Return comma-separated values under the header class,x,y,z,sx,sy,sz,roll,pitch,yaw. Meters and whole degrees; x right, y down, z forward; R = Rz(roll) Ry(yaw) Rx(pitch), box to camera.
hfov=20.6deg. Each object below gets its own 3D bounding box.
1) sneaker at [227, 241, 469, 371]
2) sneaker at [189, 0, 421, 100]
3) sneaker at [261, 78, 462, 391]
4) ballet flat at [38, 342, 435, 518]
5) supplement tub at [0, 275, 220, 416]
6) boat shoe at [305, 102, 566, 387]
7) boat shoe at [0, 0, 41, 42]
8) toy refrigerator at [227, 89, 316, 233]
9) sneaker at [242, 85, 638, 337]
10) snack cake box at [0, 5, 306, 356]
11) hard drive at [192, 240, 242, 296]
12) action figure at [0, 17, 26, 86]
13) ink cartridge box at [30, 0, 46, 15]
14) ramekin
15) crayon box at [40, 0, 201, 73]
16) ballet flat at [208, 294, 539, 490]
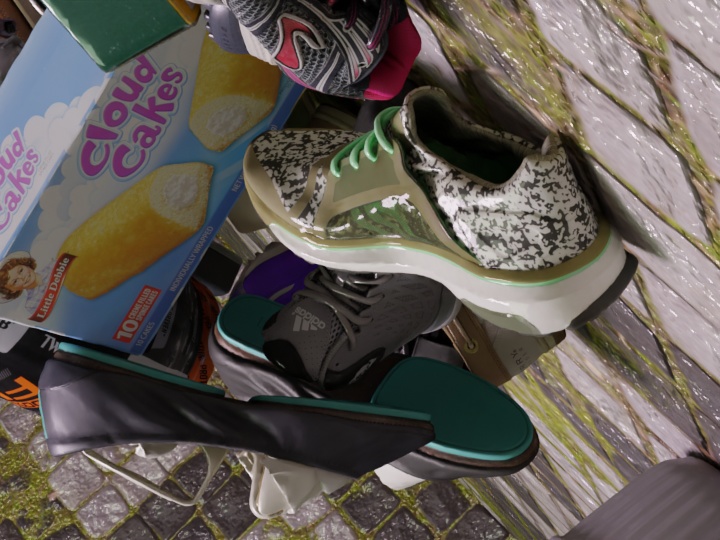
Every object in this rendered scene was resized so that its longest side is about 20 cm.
class,x,y,z,sx,sy,sz,roll,pitch,yaw
sneaker,0.020,0.031,1.156,0.199,0.070,0.099,3,-157,-37
sneaker,-0.016,-0.113,0.709,0.074,0.081,0.200,29,179,8
sneaker,0.000,0.000,0.968,0.075,0.115,0.201,39,156,24
ballet flat,-0.064,0.086,0.984,0.198,0.074,0.073,11,177,-5
supplement tub,-0.177,0.012,1.088,0.200,0.123,0.122,31,-173,-42
boat shoe,0.026,-0.014,1.108,0.200,0.066,0.074,45,174,26
boat shoe,-0.240,-0.155,1.280,0.200,0.068,0.072,47,177,7
toy refrigerator,-0.070,-0.099,1.152,0.200,0.069,0.076,58,-159,-65
sneaker,0.026,-0.046,0.832,0.199,0.077,0.089,18,135,38
snack cake box,-0.111,-0.067,0.950,0.115,0.201,0.067,18,-161,-50
hard drive,-0.184,-0.044,1.206,0.139,0.033,0.200,15,168,46
action figure,-0.173,-0.103,1.152,0.130,0.070,0.200,28,177,15
ink cartridge box,-0.179,-0.206,1.254,0.147,0.083,0.200,47,175,-7
ramekin,0.197,0.194,1.072,0.200,0.105,0.200,47,175,5
crayon box,-0.128,-0.192,0.764,0.200,0.051,0.126,50,-148,-27
ballet flat,0.007,0.074,1.075,0.199,0.068,0.069,24,137,22
